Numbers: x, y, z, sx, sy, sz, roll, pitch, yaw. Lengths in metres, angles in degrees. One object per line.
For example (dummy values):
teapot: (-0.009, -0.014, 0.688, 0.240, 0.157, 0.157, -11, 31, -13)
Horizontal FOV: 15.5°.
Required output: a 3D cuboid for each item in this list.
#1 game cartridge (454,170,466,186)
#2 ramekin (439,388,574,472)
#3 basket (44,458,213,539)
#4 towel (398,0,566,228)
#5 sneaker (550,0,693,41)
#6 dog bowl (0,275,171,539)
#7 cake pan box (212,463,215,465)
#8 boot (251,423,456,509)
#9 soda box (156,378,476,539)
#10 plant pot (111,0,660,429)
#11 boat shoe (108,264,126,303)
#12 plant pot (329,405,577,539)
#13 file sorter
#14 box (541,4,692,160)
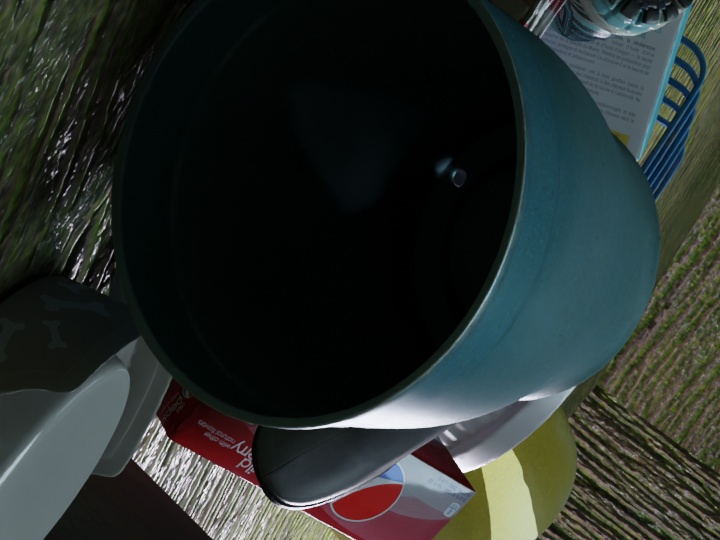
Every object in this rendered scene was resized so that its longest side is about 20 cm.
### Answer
game cartridge: (0.071, -0.051, 1.434, 0.041, 0.133, 0.200, -64, 170, -1)
ramekin: (0.067, 0.020, 1.701, 0.200, 0.105, 0.201, -41, -155, 24)
basket: (-0.112, 0.206, 1.395, 0.180, 0.200, 0.136, -43, 165, -45)
towel: (0.022, -0.101, 1.286, 0.201, 0.023, 0.144, -56, -147, 10)
sneaker: (0.108, -0.207, 1.286, 0.086, 0.077, 0.201, -21, -114, 59)
dog bowl: (-0.163, 0.089, 1.177, 0.200, 0.059, 0.200, -52, 169, -14)
cake pan box: (-0.014, 0.019, 1.562, 0.184, 0.052, 0.200, -45, 176, 15)
boot: (0.033, 0.049, 1.318, 0.199, 0.070, 0.132, -33, 177, -6)
soda box: (-0.029, 0.088, 1.448, 0.063, 0.070, 0.200, -47, 131, 12)
plant pot: (0.029, -0.024, 1.125, 0.201, 0.200, 0.188, -56, 148, 12)
boat shoe: (-0.042, -0.049, 1.241, 0.200, 0.071, 0.072, -55, 170, 4)
plant pot: (0.052, 0.103, 1.948, 0.200, 0.199, 0.142, -49, 144, -28)
file sorter: (0.149, -0.101, 1.797, 0.123, 0.138, 0.200, -56, 171, -10)
box: (0.145, -0.169, 1.438, 0.049, 0.082, 0.201, -52, 159, -69)
